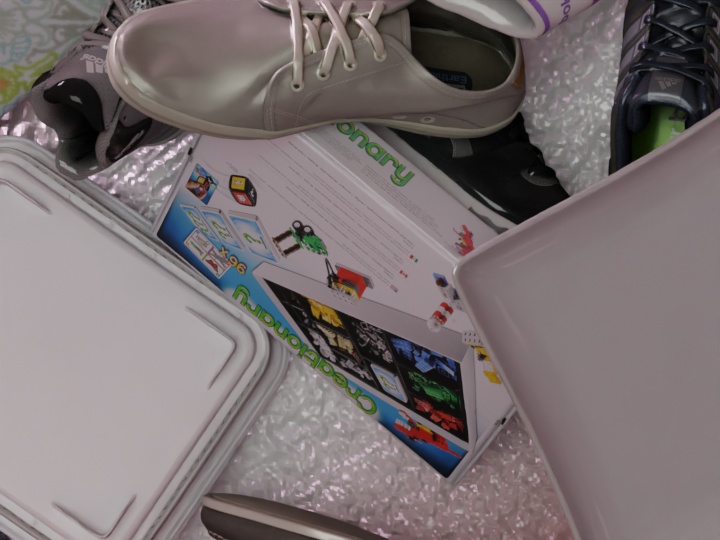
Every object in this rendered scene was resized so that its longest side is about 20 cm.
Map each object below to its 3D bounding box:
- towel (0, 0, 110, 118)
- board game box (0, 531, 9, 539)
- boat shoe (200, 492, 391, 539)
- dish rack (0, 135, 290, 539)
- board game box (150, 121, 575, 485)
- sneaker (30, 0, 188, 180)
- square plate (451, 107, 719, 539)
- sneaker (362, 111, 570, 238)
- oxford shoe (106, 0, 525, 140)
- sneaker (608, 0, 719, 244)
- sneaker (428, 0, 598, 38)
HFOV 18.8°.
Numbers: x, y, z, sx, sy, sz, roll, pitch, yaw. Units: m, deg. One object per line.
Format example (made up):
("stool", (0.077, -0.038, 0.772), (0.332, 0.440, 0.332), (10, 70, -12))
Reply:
("towel", (-0.245, -0.129, 1.079), (0.200, 0.171, 0.048), (-37, 38, 19))
("board game box", (-0.274, 0.119, 1.137), (0.199, 0.062, 0.201), (-34, 82, 12))
("boat shoe", (0.010, 0.160, 1.063), (0.199, 0.067, 0.057), (16, 90, 10))
("dish rack", (-0.152, 0.045, 1.079), (0.199, 0.044, 0.172), (34, 85, 1))
("board game box", (0.000, 0.000, 1.036), (0.200, 0.035, 0.126), (40, 138, 6))
("sneaker", (-0.096, -0.118, 1.015), (0.075, 0.116, 0.201), (31, 128, 9))
("square plate", (0.157, 0.034, 0.980), (0.197, 0.028, 0.201), (-30, 108, -12))
("sneaker", (0.053, -0.071, 1.045), (0.199, 0.076, 0.088), (34, 90, 9))
("oxford shoe", (-0.015, -0.098, 0.977), (0.198, 0.058, 0.076), (2, 64, -16))
("sneaker", (0.152, -0.096, 1.013), (0.073, 0.081, 0.202), (2, 92, 14))
("sneaker", (0.036, -0.193, 0.967), (0.114, 0.073, 0.201), (-40, 85, -23))
